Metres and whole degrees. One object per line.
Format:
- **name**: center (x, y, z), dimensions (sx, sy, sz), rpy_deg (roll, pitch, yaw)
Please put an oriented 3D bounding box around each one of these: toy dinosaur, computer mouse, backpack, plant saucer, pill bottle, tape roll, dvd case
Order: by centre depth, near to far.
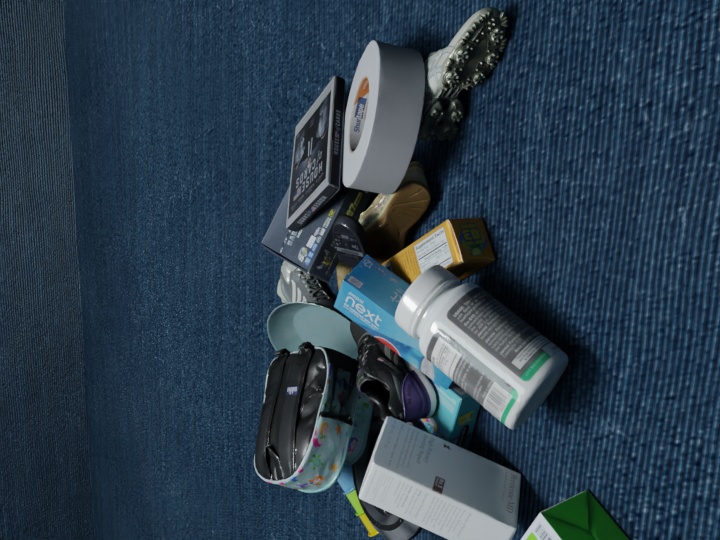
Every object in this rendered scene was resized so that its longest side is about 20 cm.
- **pill bottle**: center (0.144, 0.088, 0.905), dimensions (0.199, 0.112, 0.114), rpy_deg (40, 129, 24)
- **tape roll**: center (0.027, -0.211, 1.027), dimensions (0.200, 0.065, 0.204), rpy_deg (-172, 90, -76)
- **computer mouse**: center (0.000, 0.000, 1.109), dimensions (0.058, 0.034, 0.202), rpy_deg (16, 134, 33)
- **backpack**: center (-0.076, 0.234, 1.120), dimensions (0.176, 0.150, 0.203), rpy_deg (-18, 50, 49)
- **dvd case**: center (-0.070, -0.181, 1.151), dimensions (0.150, 0.024, 0.203), rpy_deg (-38, 42, 52)
- **toy dinosaur**: center (-0.029, -0.028, 1.218), dimensions (0.101, 0.058, 0.202), rpy_deg (52, 135, 34)
- **plant saucer**: center (-0.062, 0.115, 1.243), dimensions (0.198, 0.039, 0.203), rpy_deg (16, 137, 15)

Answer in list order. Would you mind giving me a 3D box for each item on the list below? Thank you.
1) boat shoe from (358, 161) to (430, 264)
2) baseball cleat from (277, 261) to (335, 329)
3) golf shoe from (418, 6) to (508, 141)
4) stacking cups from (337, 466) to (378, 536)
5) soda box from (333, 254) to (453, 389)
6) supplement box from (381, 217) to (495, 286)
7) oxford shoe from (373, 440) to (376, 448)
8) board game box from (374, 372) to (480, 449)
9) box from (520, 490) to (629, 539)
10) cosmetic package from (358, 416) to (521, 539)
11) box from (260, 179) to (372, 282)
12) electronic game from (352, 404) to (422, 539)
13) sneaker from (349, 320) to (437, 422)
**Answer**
- **boat shoe**: center (0.043, -0.077, 1.106), dimensions (0.200, 0.072, 0.063), rpy_deg (-48, 29, 41)
- **baseball cleat**: center (-0.097, 0.030, 1.317), dimensions (0.199, 0.069, 0.108), rpy_deg (25, 116, 50)
- **golf shoe**: center (0.113, -0.268, 0.957), dimensions (0.201, 0.077, 0.098), rpy_deg (-57, 46, 42)
- **stacking cups**: center (-0.014, 0.336, 1.218), dimensions (0.202, 0.060, 0.060), rpy_deg (58, 141, 4)
- **soda box**: center (0.063, 0.071, 1.016), dimensions (0.199, 0.064, 0.068), rpy_deg (36, 142, 11)
- **supplement box**: center (0.098, -0.006, 1.034), dimensions (0.199, 0.066, 0.070), rpy_deg (-31, 69, 52)
- **oxford shoe**: center (-0.036, 0.253, 1.267), dimensions (0.199, 0.074, 0.072), rpy_deg (29, 120, 49)
- **board game box**: center (0.096, 0.228, 1.097), dimensions (0.151, 0.046, 0.203), rpy_deg (39, 127, 45)
- **box**: center (0.262, 0.400, 0.851), dimensions (0.200, 0.096, 0.178), rpy_deg (50, 135, 37)
- **cosmetic package**: center (0.106, 0.282, 0.961), dimensions (0.197, 0.102, 0.075), rpy_deg (21, 122, 5)
- **box**: center (-0.066, -0.100, 1.193), dimensions (0.157, 0.051, 0.202), rpy_deg (28, 91, 50)
- **electronic game**: center (0.046, 0.302, 1.106), dimensions (0.199, 0.041, 0.204), rpy_deg (-4, 85, 57)
- **sneaker**: center (0.025, 0.135, 1.064), dimensions (0.200, 0.087, 0.076), rpy_deg (51, 135, 37)
